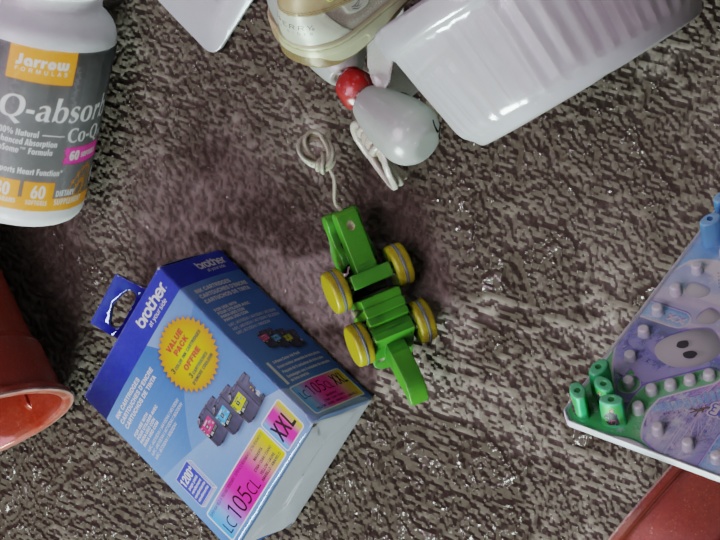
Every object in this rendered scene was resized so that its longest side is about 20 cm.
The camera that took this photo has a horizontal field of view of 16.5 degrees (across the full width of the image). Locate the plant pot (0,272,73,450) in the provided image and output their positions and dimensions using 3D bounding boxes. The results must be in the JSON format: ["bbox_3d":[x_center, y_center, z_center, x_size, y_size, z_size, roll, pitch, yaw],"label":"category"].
[{"bbox_3d":[-0.343,0.040,1.874,0.201,0.201,0.196,-31,74,36],"label":"plant pot"}]

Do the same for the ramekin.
[{"bbox_3d":[0.116,-0.156,1.505,0.202,0.202,0.094,-30,93,36],"label":"ramekin"}]

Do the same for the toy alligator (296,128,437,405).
[{"bbox_3d":[0.000,0.000,1.706,0.054,0.059,0.200,138,109,-76],"label":"toy alligator"}]

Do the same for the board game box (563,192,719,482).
[{"bbox_3d":[0.250,0.045,1.452,0.200,0.200,0.026,19,142,31],"label":"board game box"}]

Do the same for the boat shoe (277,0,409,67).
[{"bbox_3d":[0.019,-0.213,1.560,0.074,0.200,0.066,23,150,29],"label":"boat shoe"}]

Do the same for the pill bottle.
[{"bbox_3d":[-0.241,-0.142,1.805,0.116,0.116,0.200,26,114,29],"label":"pill bottle"}]

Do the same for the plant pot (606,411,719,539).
[{"bbox_3d":[0.248,0.207,1.496,0.195,0.201,0.201,40,120,13],"label":"plant pot"}]

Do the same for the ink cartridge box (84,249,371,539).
[{"bbox_3d":[-0.108,0.082,1.785,0.200,0.076,0.137,44,121,22],"label":"ink cartridge box"}]

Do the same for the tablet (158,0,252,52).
[{"bbox_3d":[-0.095,-0.266,1.738,0.130,0.014,0.200,47,122,18],"label":"tablet"}]

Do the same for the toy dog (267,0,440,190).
[{"bbox_3d":[0.005,-0.161,1.642,0.096,0.132,0.200,-36,81,-4],"label":"toy dog"}]
